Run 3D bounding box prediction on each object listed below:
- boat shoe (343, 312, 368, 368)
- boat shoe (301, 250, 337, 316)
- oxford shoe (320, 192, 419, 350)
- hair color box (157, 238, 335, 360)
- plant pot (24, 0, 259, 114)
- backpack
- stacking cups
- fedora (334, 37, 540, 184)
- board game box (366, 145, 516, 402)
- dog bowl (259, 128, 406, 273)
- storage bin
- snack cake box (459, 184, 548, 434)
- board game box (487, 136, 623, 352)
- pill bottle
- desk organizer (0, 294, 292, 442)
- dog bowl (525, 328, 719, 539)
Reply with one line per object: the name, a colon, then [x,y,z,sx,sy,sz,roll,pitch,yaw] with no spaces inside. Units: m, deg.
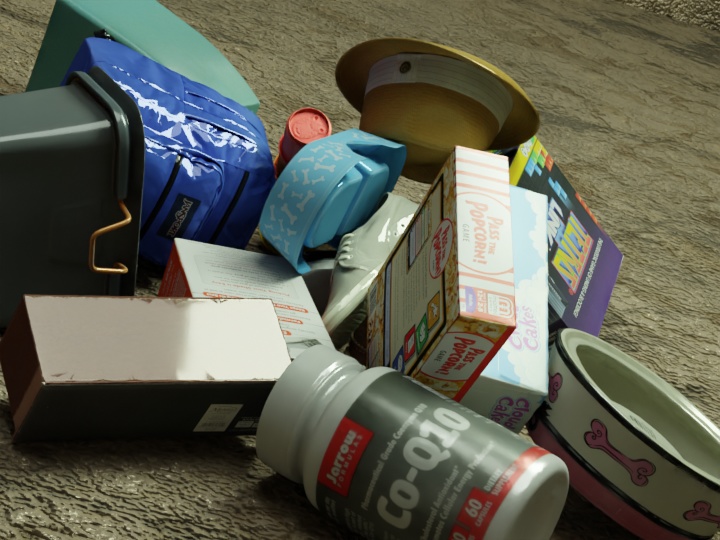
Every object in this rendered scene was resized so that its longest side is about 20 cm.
boat shoe: [0.081,0.065,1.491,0.202,0.075,0.075,1,26,-38]
boat shoe: [0.025,0.015,1.597,0.199,0.070,0.066,3,25,-17]
oxford shoe: [0.000,0.000,1.496,0.058,0.075,0.200,33,45,3]
hair color box: [-0.093,0.048,1.410,0.110,0.064,0.200,11,20,-18]
plant pot: [-0.214,-0.177,1.792,0.200,0.142,0.141,33,25,18]
backpack: [-0.178,-0.081,1.546,0.199,0.163,0.168,22,26,-25]
stacking cups: [-0.060,-0.080,1.593,0.060,0.200,0.061,2,65,-4]
fedora: [0.061,-0.133,1.598,0.200,0.082,0.201,17,-21,6]
board game box: [0.056,0.027,1.318,0.046,0.200,0.152,11,54,-15]
dog bowl: [-0.025,-0.066,1.510,0.049,0.112,0.200,32,20,13]
storage bin: [-0.251,-0.041,1.348,0.134,0.201,0.146,-9,31,-29]
snack cake box: [0.098,0.039,1.393,0.067,0.115,0.201,16,50,-14]
board game box: [0.165,-0.019,1.632,0.166,0.057,0.200,50,31,-13]
pill bottle: [0.033,0.137,1.211,0.199,0.114,0.114,27,22,24]
desk organizer: [-0.150,0.068,1.248,0.199,0.072,0.077,2,52,-31]
dog bowl: [0.212,0.135,1.352,0.200,0.074,0.200,34,15,-11]
